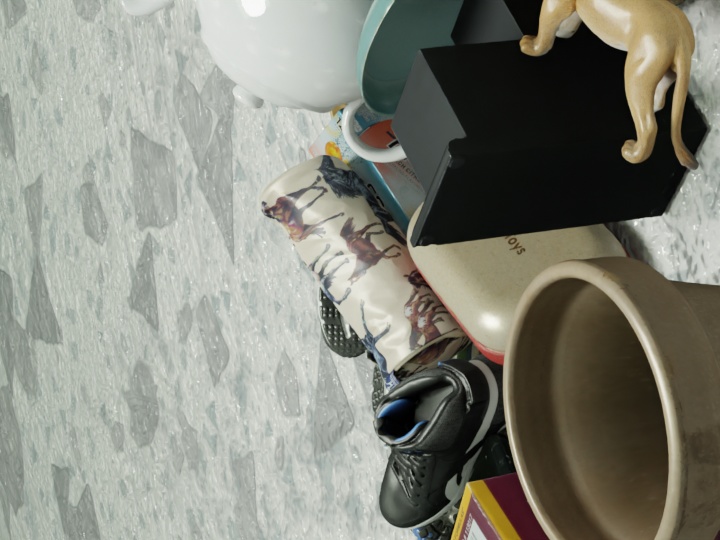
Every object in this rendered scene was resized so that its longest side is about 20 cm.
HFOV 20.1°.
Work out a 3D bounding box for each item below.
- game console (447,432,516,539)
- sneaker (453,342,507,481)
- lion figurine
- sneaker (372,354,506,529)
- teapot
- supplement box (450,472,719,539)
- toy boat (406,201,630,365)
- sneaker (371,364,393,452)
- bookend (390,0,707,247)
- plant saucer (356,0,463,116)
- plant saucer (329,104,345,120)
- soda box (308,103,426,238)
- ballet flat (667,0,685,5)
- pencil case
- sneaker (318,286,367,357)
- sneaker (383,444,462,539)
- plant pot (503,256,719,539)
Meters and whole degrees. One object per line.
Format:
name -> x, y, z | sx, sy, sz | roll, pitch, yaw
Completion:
game console -> 0.148, 0.245, 1.542 | 0.176, 0.116, 0.200 | -110, 27, -43
sneaker -> 0.121, 0.126, 1.593 | 0.090, 0.067, 0.200 | 112, 146, -57
lion figurine -> 0.166, -0.167, 1.310 | 0.200, 0.072, 0.123 | 44, 137, 22
sneaker -> 0.040, 0.132, 1.560 | 0.073, 0.112, 0.200 | 57, 131, 28
teapot -> -0.049, -0.187, 1.568 | 0.200, 0.197, 0.146 | 45, 113, 37
supplement box -> 0.164, 0.189, 1.358 | 0.086, 0.200, 0.110 | 58, 146, 41
toy boat -> 0.124, 0.009, 1.524 | 0.200, 0.130, 0.131 | 54, 172, 46
sneaker -> 0.051, 0.067, 1.684 | 0.074, 0.080, 0.200 | -22, 73, 47
bookend -> 0.101, -0.128, 1.406 | 0.199, 0.200, 0.092 | 64, 150, 33
plant saucer -> 0.066, -0.197, 1.464 | 0.027, 0.200, 0.200 | 43, 140, 21
plant saucer -> 0.047, -0.131, 1.677 | 0.200, 0.035, 0.200 | 30, 131, 42
soda box -> 0.043, -0.044, 1.643 | 0.200, 0.064, 0.068 | 58, 144, 10
ballet flat -> 0.174, -0.264, 1.373 | 0.075, 0.068, 0.200 | 131, 124, -70
pencil case -> 0.000, 0.000, 1.600 | 0.089, 0.078, 0.200 | -44, 73, 27
sneaker -> 0.000, -0.020, 1.788 | 0.080, 0.074, 0.200 | 129, 148, -76
sneaker -> 0.048, 0.141, 1.757 | 0.085, 0.077, 0.200 | 175, 91, -74
plant pot -> 0.211, 0.082, 1.256 | 0.200, 0.175, 0.200 | 172, 90, -66
